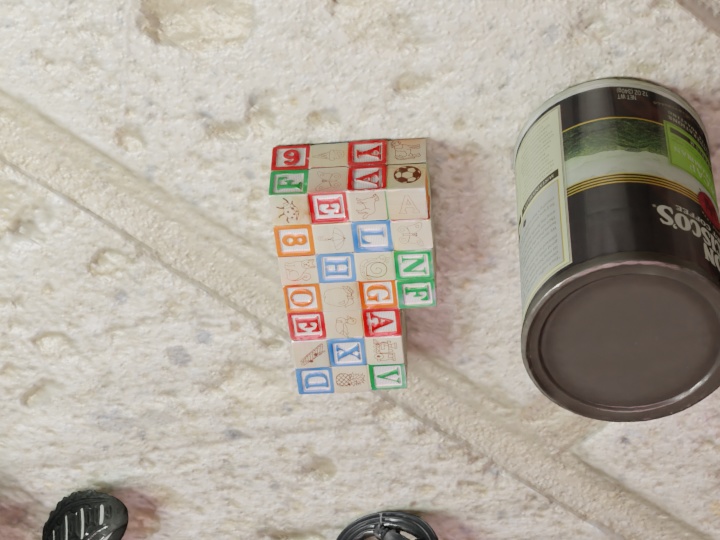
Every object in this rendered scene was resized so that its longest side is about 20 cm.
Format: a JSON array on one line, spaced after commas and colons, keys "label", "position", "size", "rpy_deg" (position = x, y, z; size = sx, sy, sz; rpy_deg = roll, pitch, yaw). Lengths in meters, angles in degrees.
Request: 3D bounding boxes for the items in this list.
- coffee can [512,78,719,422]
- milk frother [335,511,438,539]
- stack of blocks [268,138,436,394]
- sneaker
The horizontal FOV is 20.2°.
[{"label": "coffee can", "position": [0.180, -0.017, 1.402], "size": [0.146, 0.200, 0.147], "rpy_deg": [1, 131, 1]}, {"label": "milk frother", "position": [0.016, 0.329, 1.764], "size": [0.200, 0.181, 0.188], "rpy_deg": [-38, 163, -3]}, {"label": "stack of blocks", "position": [0.000, 0.000, 1.517], "size": [0.115, 0.059, 0.201], "rpy_deg": [-3, 131, 4]}, {"label": "sneaker", "position": [-0.242, 0.256, 1.749], "size": [0.079, 0.074, 0.200], "rpy_deg": [16, 137, -24]}]
